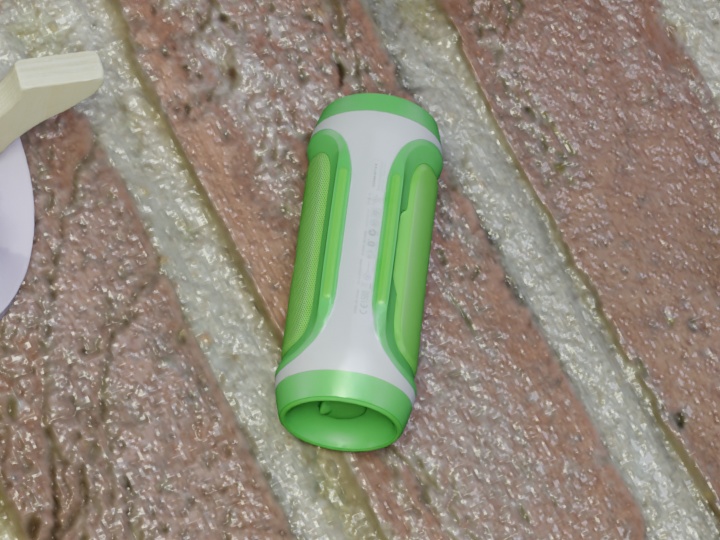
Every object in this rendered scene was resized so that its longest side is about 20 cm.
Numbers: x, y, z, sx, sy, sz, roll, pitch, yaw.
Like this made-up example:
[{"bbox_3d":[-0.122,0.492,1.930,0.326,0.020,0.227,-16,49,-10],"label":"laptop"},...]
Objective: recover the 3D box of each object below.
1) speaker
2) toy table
[{"bbox_3d":[0.000,0.000,1.540,0.088,0.089,0.201,14,62,-11],"label":"speaker"},{"bbox_3d":[-0.241,-0.074,1.479,0.183,0.117,0.201,-21,72,-26],"label":"toy table"}]
